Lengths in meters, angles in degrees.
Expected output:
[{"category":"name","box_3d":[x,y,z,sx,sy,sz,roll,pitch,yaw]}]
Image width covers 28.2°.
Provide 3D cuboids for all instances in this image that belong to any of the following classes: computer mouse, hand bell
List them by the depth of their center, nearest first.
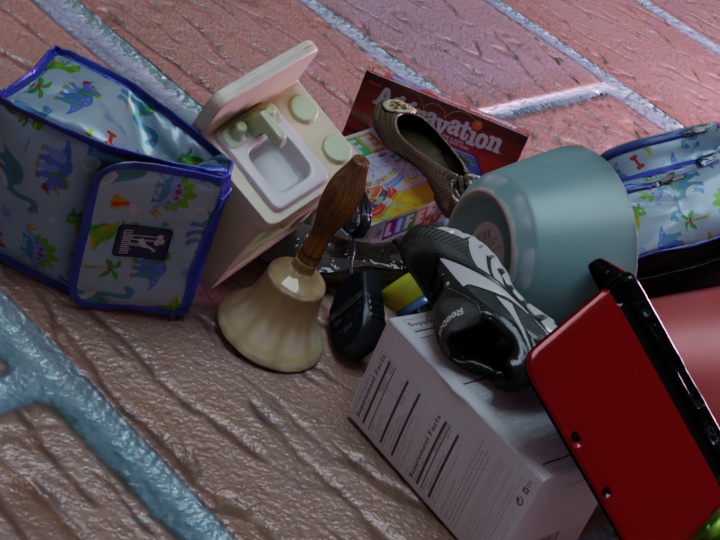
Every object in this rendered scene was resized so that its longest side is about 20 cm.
[{"category":"hand bell","box_3d":[-0.041,-0.018,1.243,0.103,0.201,0.105,19,35,-14]},{"category":"computer mouse","box_3d":[0.000,0.000,1.356,0.034,0.059,0.201,23,48,-29]}]

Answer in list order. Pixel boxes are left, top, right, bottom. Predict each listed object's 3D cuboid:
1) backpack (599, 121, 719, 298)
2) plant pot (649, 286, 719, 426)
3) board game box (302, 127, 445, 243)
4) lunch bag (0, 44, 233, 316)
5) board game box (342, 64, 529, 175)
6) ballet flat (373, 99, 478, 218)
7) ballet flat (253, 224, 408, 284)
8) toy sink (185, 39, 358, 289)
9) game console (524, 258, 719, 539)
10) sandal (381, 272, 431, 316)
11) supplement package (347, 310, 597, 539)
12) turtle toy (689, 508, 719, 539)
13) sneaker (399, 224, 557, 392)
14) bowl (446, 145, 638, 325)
[{"category":"backpack","box_3d":[0.285,-0.043,1.387,0.198,0.183,0.148,-16,70,-8]},{"category":"plant pot","box_3d":[0.317,0.105,1.335,0.176,0.202,0.201,0,36,-16]},{"category":"board game box","box_3d":[0.011,-0.091,1.535,0.199,0.034,0.134,-23,52,-39]},{"category":"lunch bag","box_3d":[-0.216,-0.064,1.231,0.199,0.171,0.128,26,39,3]},{"category":"board game box","box_3d":[0.083,-0.151,1.640,0.198,0.104,0.019,22,29,-2]},{"category":"ballet flat","box_3d":[0.074,-0.127,1.524,0.067,0.047,0.201,-8,44,-26]},{"category":"ballet flat","box_3d":[-0.016,-0.008,1.416,0.198,0.047,0.068,2,50,-22]},{"category":"toy sink","box_3d":[-0.088,-0.089,1.281,0.112,0.200,0.130,50,52,4]},{"category":"game console","box_3d":[0.210,0.110,1.154,0.201,0.118,0.172,60,1,-8]},{"category":"sandal","box_3d":[0.097,0.039,1.398,0.199,0.079,0.088,-13,75,-51]},{"category":"supplement package","box_3d":[0.102,0.135,1.200,0.113,0.110,0.200,-9,43,-42]},{"category":"turtle toy","box_3d":[0.375,0.226,1.234,0.198,0.146,0.102,3,57,-30]},{"category":"sneaker","box_3d":[0.089,0.030,1.178,0.090,0.067,0.200,-9,46,-46]},{"category":"bowl","box_3d":[0.146,-0.015,1.296,0.104,0.202,0.201,2,36,-29]}]
